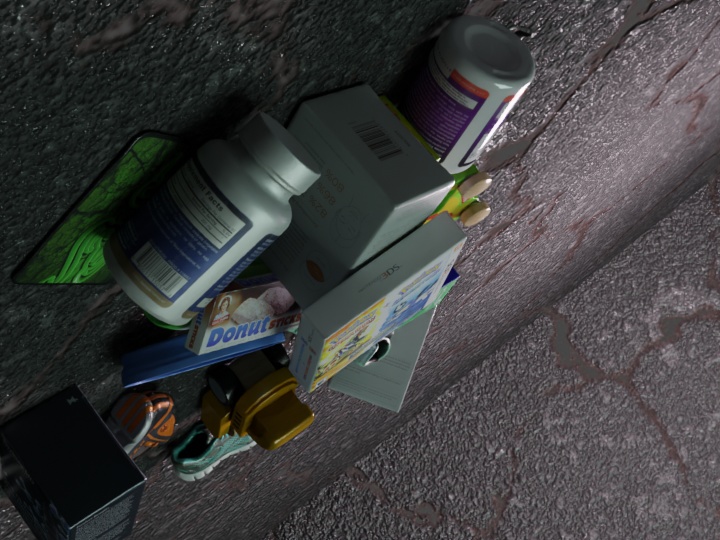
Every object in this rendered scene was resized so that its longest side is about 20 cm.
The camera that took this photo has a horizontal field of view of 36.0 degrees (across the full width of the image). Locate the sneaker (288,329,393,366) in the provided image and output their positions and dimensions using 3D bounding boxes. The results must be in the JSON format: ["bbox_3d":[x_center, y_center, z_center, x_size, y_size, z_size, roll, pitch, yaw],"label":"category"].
[{"bbox_3d":[-0.037,0.073,1.467,0.200,0.118,0.074,12,113,-52],"label":"sneaker"}]

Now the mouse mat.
[{"bbox_3d":[-0.224,-0.053,1.055,0.200,0.008,0.161,-44,164,16],"label":"mouse mat"}]

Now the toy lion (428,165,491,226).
[{"bbox_3d":[0.095,-0.081,1.632,0.192,0.069,0.200,-31,164,-4],"label":"toy lion"}]

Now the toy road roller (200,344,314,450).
[{"bbox_3d":[-0.152,0.209,1.682,0.123,0.146,0.200,-32,162,-26],"label":"toy road roller"}]

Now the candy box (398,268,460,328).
[{"bbox_3d":[0.000,0.000,1.414,0.200,0.169,0.077,-29,164,-35],"label":"candy box"}]

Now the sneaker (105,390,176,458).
[{"bbox_3d":[-0.320,0.243,1.514,0.200,0.078,0.112,-45,163,16],"label":"sneaker"}]

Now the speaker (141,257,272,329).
[{"bbox_3d":[-0.158,0.015,1.248,0.088,0.088,0.200,-47,163,24],"label":"speaker"}]

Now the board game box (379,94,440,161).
[{"bbox_3d":[0.005,-0.095,1.286,0.048,0.102,0.200,-26,159,-40],"label":"board game box"}]

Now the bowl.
[{"bbox_3d":[-0.193,0.095,1.336,0.201,0.039,0.201,-17,176,-1],"label":"bowl"}]

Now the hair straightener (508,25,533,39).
[{"bbox_3d":[0.147,-0.223,1.374,0.077,0.041,0.200,-21,156,-50],"label":"hair straightener"}]

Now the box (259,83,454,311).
[{"bbox_3d":[-0.023,-0.072,1.193,0.106,0.152,0.200,-26,160,-45],"label":"box"}]

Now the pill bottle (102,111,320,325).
[{"bbox_3d":[-0.136,-0.052,1.041,0.200,0.111,0.111,-43,164,10],"label":"pill bottle"}]

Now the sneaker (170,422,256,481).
[{"bbox_3d":[-0.228,0.269,1.817,0.200,0.078,0.091,-40,161,-7],"label":"sneaker"}]

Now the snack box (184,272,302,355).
[{"bbox_3d":[-0.117,0.041,1.225,0.200,0.024,0.072,-12,126,-60],"label":"snack box"}]

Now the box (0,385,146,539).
[{"bbox_3d":[-0.354,0.261,1.353,0.107,0.148,0.200,-31,162,-31],"label":"box"}]

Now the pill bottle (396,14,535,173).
[{"bbox_3d":[0.103,-0.181,1.259,0.111,0.111,0.200,-26,159,-41],"label":"pill bottle"}]

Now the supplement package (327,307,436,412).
[{"bbox_3d":[0.037,0.099,1.681,0.117,0.117,0.200,56,54,-88],"label":"supplement package"}]

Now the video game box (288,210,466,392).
[{"bbox_3d":[0.016,0.038,1.223,0.200,0.047,0.182,-36,163,-20],"label":"video game box"}]
